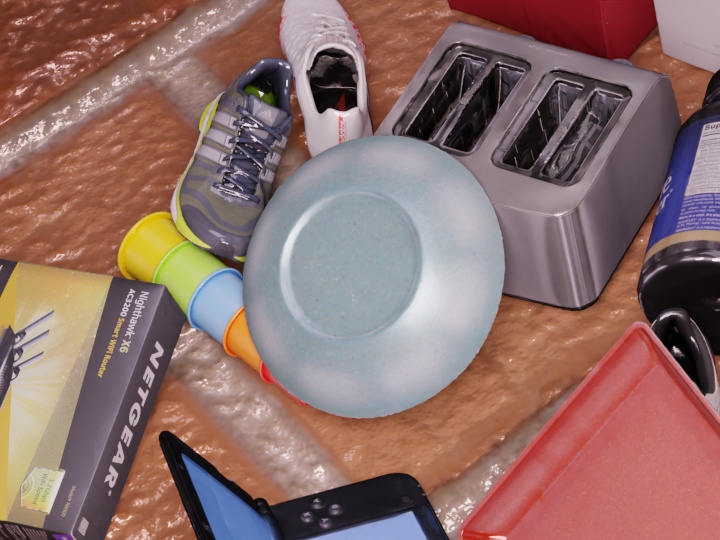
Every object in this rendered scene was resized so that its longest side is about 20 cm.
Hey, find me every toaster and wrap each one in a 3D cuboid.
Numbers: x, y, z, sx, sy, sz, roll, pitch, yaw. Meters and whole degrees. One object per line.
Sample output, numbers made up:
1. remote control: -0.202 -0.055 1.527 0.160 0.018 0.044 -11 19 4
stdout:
1. toaster: 0.114 -0.075 1.642 0.181 0.119 0.200 18 58 28

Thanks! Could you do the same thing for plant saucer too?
1. plant saucer: 0.174 0.169 1.422 0.200 0.037 0.200 -52 47 19
2. plant saucer: 0.000 0.000 1.557 0.201 0.039 0.201 -5 78 23

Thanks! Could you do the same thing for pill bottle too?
1. pill bottle: 0.267 -0.049 1.586 0.112 0.112 0.200 6 52 19

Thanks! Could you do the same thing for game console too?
1. game console: -0.017 0.180 1.431 0.176 0.117 0.200 -14 40 -13

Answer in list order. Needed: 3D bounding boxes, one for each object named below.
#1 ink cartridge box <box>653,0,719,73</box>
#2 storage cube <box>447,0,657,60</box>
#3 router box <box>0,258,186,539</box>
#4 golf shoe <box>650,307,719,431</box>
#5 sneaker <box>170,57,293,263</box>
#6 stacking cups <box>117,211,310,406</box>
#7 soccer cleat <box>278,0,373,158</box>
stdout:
1. ink cartridge box: 0.285 -0.267 1.704 0.086 0.200 0.146 24 60 31
2. storage cube: 0.171 -0.296 1.772 0.171 0.180 0.200 26 60 31
3. router box: -0.232 0.095 1.613 0.157 0.052 0.200 8 63 20
4. golf shoe: 0.204 0.118 1.477 0.072 0.092 0.200 -6 51 7
5. sneaker: -0.092 -0.088 1.704 0.074 0.081 0.200 21 42 -16
6. stacking cups: -0.098 0.033 1.648 0.060 0.061 0.200 -38 54 -17
7. soccer cleat: -0.025 -0.162 1.767 0.069 0.085 0.200 -5 51 -6
